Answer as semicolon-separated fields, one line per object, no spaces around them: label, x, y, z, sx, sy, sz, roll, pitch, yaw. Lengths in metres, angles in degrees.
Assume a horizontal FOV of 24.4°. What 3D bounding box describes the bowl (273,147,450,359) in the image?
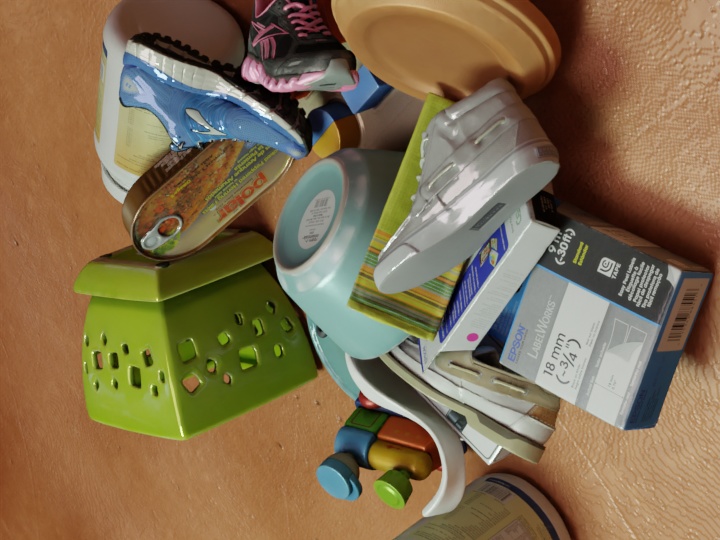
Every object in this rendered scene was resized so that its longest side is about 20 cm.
bowl;-0.007;-0.032;1.524;0.104;0.203;0.200;25;156;-28

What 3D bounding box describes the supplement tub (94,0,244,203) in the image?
supplement tub;-0.201;-0.172;1.723;0.144;0.144;0.201;41;139;25

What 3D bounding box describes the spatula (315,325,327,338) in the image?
spatula;0.000;0.000;1.660;0.057;0.020;0.201;60;138;32

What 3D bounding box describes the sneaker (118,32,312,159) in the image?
sneaker;-0.139;-0.151;1.592;0.198;0.079;0.090;24;112;0

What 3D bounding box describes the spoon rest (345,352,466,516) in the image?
spoon rest;0.050;0.133;1.602;0.061;0.099;0.201;-44;62;41

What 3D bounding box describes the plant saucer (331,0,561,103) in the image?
plant saucer;0.067;-0.189;1.382;0.198;0.038;0.200;17;160;6

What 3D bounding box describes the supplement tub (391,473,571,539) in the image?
supplement tub;0.098;0.304;1.630;0.144;0.199;0.146;29;134;36

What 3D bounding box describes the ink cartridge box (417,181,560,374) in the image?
ink cartridge box;0.107;-0.003;1.457;0.201;0.037;0.095;-55;26;36

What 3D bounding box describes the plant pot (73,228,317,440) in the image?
plant pot;-0.191;0.058;1.826;0.199;0.198;0.183;6;112;49

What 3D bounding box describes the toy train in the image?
toy train;0.059;0.189;1.649;0.199;0.116;0.085;11;135;36

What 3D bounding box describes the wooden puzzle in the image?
wooden puzzle;-0.023;-0.187;1.582;0.201;0.046;0.185;56;143;7

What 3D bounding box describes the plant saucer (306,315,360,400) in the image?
plant saucer;0.007;0.069;1.732;0.199;0.027;0.202;29;133;37

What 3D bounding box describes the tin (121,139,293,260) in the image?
tin;-0.155;-0.091;1.695;0.112;0.200;0.042;44;-172;-50

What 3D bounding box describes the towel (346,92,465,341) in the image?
towel;0.061;-0.045;1.437;0.018;0.085;0.202;-125;55;-77

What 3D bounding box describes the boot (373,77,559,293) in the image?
boot;0.073;-0.071;1.393;0.200;0.073;0.096;-39;63;26

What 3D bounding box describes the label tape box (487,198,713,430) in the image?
label tape box;0.182;0.028;1.421;0.199;0.063;0.145;28;107;35

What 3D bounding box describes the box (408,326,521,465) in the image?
box;0.096;0.070;1.577;0.200;0.060;0.117;46;127;20

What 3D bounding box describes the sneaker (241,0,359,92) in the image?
sneaker;-0.057;-0.210;1.498;0.200;0.078;0.096;-153;65;-63

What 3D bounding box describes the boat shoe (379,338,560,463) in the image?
boat shoe;0.101;0.098;1.501;0.199;0.075;0.069;31;94;37
